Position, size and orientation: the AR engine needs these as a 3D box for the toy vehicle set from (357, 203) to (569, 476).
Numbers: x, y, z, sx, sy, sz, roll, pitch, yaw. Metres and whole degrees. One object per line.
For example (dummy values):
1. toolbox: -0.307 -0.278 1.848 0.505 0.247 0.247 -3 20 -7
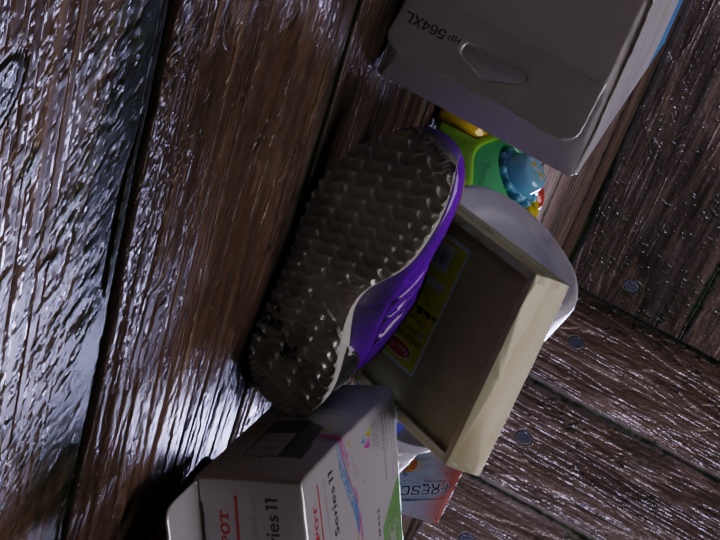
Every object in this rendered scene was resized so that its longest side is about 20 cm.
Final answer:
1. toy vehicle set: 0.042 0.024 1.351 0.125 0.026 0.200 -64 -147 11

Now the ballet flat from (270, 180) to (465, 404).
1. ballet flat: 0.000 0.000 1.356 0.072 0.067 0.201 -100 -146 -69

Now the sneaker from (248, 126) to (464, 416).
1. sneaker: 0.010 -0.012 1.259 0.099 0.070 0.201 -29 158 -52

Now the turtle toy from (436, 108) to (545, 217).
1. turtle toy: 0.079 -0.035 1.582 0.146 0.101 0.200 -61 172 -5

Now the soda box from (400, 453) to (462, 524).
1. soda box: 0.039 0.098 1.677 0.201 0.068 0.064 -87 -163 -56

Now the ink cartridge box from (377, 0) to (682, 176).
1. ink cartridge box: 0.108 -0.161 1.233 0.200 0.128 0.126 -54 168 -52

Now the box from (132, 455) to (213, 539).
1. box: -0.132 0.219 1.264 0.160 0.046 0.200 -67 171 30

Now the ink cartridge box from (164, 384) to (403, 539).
1. ink cartridge box: -0.038 0.150 1.256 0.200 0.067 0.118 -41 129 -64

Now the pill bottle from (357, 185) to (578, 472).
1. pill bottle: 0.042 0.049 1.469 0.200 0.114 0.114 -49 180 30
